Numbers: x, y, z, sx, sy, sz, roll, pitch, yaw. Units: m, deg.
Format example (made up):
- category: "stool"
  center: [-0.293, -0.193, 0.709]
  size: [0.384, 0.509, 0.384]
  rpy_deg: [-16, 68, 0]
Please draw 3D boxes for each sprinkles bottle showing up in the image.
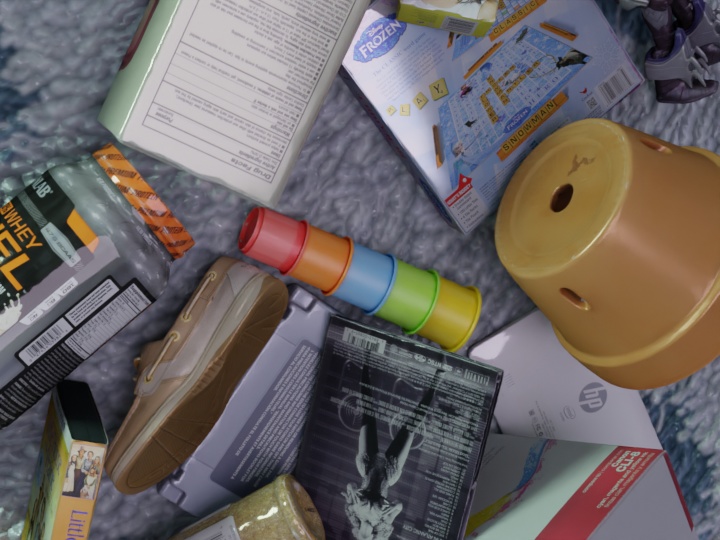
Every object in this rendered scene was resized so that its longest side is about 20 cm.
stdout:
- category: "sprinkles bottle"
  center: [-0.126, 0.233, 1.088]
  size: [0.200, 0.068, 0.068]
  rpy_deg: [-29, 112, 7]

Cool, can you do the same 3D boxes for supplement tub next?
- category: "supplement tub"
  center: [-0.224, 0.008, 0.996]
  size: [0.200, 0.123, 0.123]
  rpy_deg: [-41, 113, -7]

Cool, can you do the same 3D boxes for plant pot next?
- category: "plant pot"
  center: [0.199, -0.025, 1.087]
  size: [0.140, 0.200, 0.200]
  rpy_deg: [30, 92, -31]

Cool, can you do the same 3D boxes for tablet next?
- category: "tablet"
  center: [0.185, 0.121, 1.229]
  size: [0.130, 0.014, 0.200]
  rpy_deg: [-30, 112, -11]

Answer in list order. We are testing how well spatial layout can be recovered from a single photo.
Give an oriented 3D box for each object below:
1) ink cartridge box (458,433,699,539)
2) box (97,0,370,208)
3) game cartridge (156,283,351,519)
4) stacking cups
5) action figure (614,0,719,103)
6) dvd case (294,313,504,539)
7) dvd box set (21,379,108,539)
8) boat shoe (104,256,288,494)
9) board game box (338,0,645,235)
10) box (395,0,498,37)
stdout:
- category: "ink cartridge box"
  center: [0.150, 0.233, 1.125]
  size: [0.145, 0.200, 0.146]
  rpy_deg: [-40, 116, -36]
- category: "box"
  center: [-0.088, -0.166, 1.008]
  size: [0.128, 0.109, 0.201]
  rpy_deg: [24, 95, -23]
- category: "game cartridge"
  center: [-0.057, 0.126, 1.132]
  size: [0.133, 0.042, 0.200]
  rpy_deg: [34, 90, -28]
- category: "stacking cups"
  center: [0.000, 0.000, 1.113]
  size: [0.200, 0.060, 0.061]
  rpy_deg: [26, 94, -20]
- category: "action figure"
  center: [0.237, -0.232, 1.118]
  size: [0.200, 0.069, 0.130]
  rpy_deg: [51, 53, -33]
- category: "dvd case"
  center: [0.021, 0.150, 1.084]
  size: [0.016, 0.148, 0.201]
  rpy_deg: [-5, 110, -62]
- category: "dvd box set"
  center: [-0.226, 0.195, 1.029]
  size: [0.029, 0.146, 0.201]
  rpy_deg: [10, 100, -19]
- category: "boat shoe"
  center: [-0.137, 0.077, 1.075]
  size: [0.200, 0.069, 0.074]
  rpy_deg: [-53, 154, -8]
- category: "board game box"
  center: [0.097, -0.168, 1.109]
  size: [0.200, 0.041, 0.200]
  rpy_deg: [-40, 113, -7]
- category: "box"
  center: [0.079, -0.280, 1.035]
  size: [0.075, 0.050, 0.201]
  rpy_deg: [10, 84, -3]
